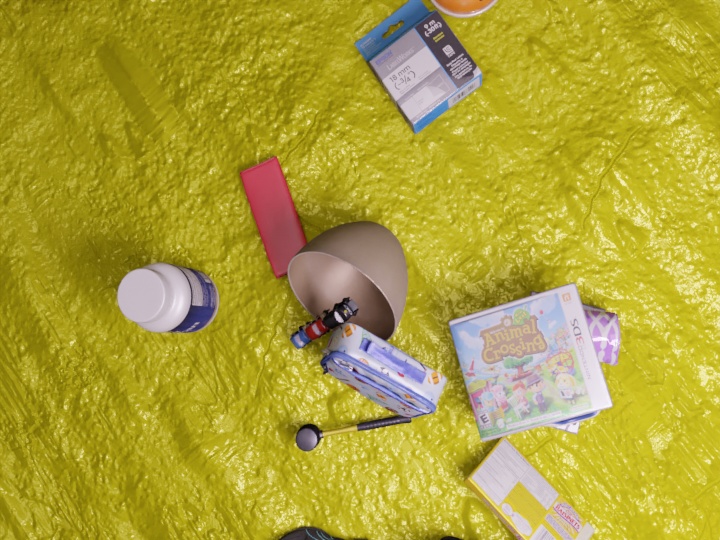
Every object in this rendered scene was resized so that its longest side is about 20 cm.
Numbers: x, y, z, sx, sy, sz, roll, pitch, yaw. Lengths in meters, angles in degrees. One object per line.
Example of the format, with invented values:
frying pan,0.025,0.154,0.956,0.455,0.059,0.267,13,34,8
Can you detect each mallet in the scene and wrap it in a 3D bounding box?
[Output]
mallet,-0.014,0.262,1.239,0.196,0.066,0.042,-12,85,9

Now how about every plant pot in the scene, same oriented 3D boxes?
plant pot,0.000,0.000,1.213,0.198,0.202,0.135,28,56,12

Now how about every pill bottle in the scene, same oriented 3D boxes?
pill bottle,-0.319,0.047,1.247,0.108,0.200,0.114,-1,85,11

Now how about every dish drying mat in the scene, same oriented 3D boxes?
dish drying mat,-0.148,-0.093,1.320,0.075,0.018,0.204,-21,81,8

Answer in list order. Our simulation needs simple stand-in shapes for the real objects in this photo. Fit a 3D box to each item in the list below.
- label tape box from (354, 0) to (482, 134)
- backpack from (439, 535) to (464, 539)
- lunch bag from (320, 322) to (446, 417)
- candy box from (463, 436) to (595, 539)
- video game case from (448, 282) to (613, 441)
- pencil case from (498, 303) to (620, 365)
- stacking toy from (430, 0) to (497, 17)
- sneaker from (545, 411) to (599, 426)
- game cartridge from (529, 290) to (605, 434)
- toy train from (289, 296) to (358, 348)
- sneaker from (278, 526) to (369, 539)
label tape box,0.092,-0.360,1.273,0.143,0.063,0.202,-35,80,5
backpack,0.179,0.518,1.139,0.196,0.154,0.195,7,79,18
lunch bag,0.030,0.157,1.174,0.197,0.160,0.077,29,72,-7
candy box,0.264,0.367,1.174,0.102,0.027,0.200,-37,77,-31
video game case,0.247,0.135,1.105,0.196,0.022,0.186,-18,80,13
pencil case,0.299,0.101,1.156,0.195,0.084,0.087,4,121,13
stacking toy,0.164,-0.511,1.202,0.143,0.200,0.150,-1,85,11
sneaker,0.271,0.204,1.148,0.196,0.088,0.077,-14,88,13
game cartridge,0.308,0.146,1.205,0.127,0.038,0.205,14,88,7
toy train,-0.065,0.092,1.215,0.034,0.199,0.046,49,55,-4
sneaker,-0.057,0.466,1.225,0.195,0.079,0.077,-2,85,12
